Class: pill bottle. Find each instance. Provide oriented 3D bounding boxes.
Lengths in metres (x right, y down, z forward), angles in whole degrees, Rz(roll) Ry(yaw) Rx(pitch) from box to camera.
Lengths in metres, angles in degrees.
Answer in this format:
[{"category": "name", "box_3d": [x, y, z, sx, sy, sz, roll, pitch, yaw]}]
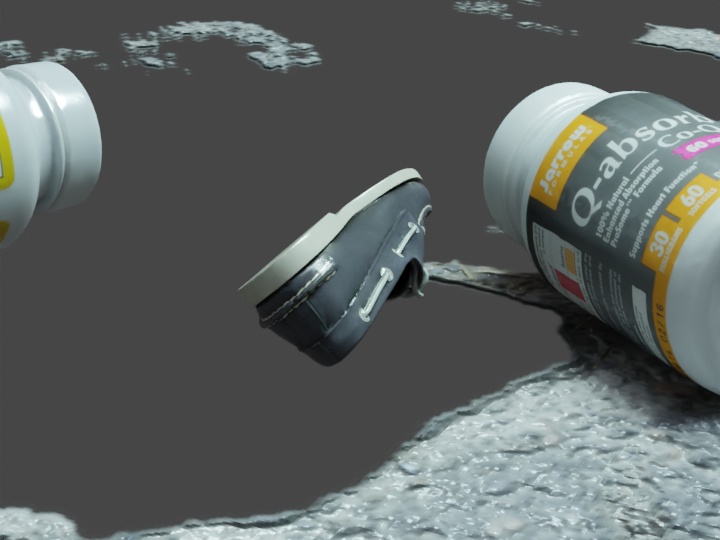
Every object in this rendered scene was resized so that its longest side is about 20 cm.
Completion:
[{"category": "pill bottle", "box_3d": [-0.237, -0.053, 0.999, 0.200, 0.112, 0.111, -16, 29, -42]}, {"category": "pill bottle", "box_3d": [0.152, -0.024, 0.976, 0.116, 0.117, 0.200, -8, 24, -27]}]

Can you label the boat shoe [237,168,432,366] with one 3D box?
[{"category": "boat shoe", "box_3d": [0.000, 0.000, 1.002, 0.063, 0.073, 0.200, 51, 24, 1]}]
